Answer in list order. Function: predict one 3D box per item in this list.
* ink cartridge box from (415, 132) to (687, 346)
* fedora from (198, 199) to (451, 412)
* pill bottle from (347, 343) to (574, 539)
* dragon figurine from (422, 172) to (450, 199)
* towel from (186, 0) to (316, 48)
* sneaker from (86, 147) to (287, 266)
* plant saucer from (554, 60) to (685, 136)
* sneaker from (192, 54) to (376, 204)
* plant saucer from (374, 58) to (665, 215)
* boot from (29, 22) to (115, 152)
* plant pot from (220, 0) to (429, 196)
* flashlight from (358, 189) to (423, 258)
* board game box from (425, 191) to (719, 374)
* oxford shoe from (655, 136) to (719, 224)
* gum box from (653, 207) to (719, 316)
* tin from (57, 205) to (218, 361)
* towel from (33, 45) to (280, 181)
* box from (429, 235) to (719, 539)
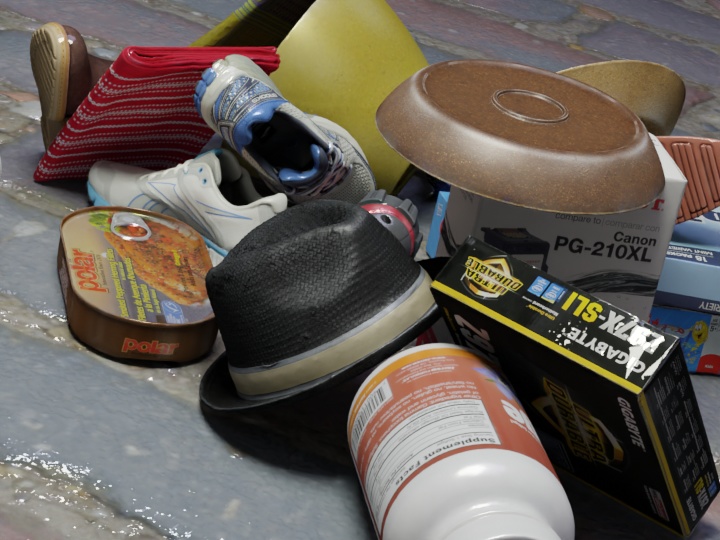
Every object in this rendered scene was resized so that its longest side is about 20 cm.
[{"bbox_3d":[0.131,0.000,1.318,0.144,0.201,0.084,7,24,-12],"label":"ink cartridge box"},{"bbox_3d":[-0.035,0.012,1.227,0.200,0.092,0.201,-27,15,8],"label":"fedora"},{"bbox_3d":[0.061,0.135,1.089,0.111,0.113,0.200,6,25,-14],"label":"pill bottle"},{"bbox_3d":[0.029,-0.124,1.727,0.199,0.059,0.099,25,26,23],"label":"dragon figurine"},{"bbox_3d":[-0.067,-0.229,1.620,0.023,0.200,0.144,53,13,14],"label":"towel"},{"bbox_3d":[-0.132,-0.063,1.476,0.199,0.087,0.075,23,27,26],"label":"sneaker"},{"bbox_3d":[0.171,-0.101,1.497,0.199,0.200,0.036,-1,63,-29],"label":"plant saucer"},{"bbox_3d":[-0.049,-0.086,1.465,0.200,0.077,0.085,32,12,-45],"label":"sneaker"},{"bbox_3d":[0.110,-0.096,1.237,0.199,0.035,0.201,11,27,-6],"label":"plant saucer"},{"bbox_3d":[-0.183,-0.159,1.533,0.165,0.200,0.073,-14,70,-12],"label":"boot"},{"bbox_3d":[-0.007,-0.135,1.608,0.142,0.200,0.200,37,27,4],"label":"plant pot"},{"bbox_3d":[0.000,0.000,1.424,0.068,0.068,0.200,24,24,2],"label":"flashlight"},{"bbox_3d":[0.175,0.008,1.507,0.194,0.056,0.200,5,25,-19],"label":"board game box"},{"bbox_3d":[0.211,-0.069,1.458,0.199,0.071,0.074,-8,7,28],"label":"oxford shoe"},{"bbox_3d":[0.304,-0.018,1.503,0.169,0.045,0.200,11,24,-4],"label":"gum box"},{"bbox_3d":[-0.164,0.008,1.359,0.111,0.042,0.200,9,23,-18],"label":"tin"},{"bbox_3d":[-0.165,-0.124,1.502,0.144,0.200,0.023,-4,66,-35],"label":"towel"},{"bbox_3d":[0.139,0.076,1.180,0.159,0.200,0.049,30,71,32],"label":"box"}]
